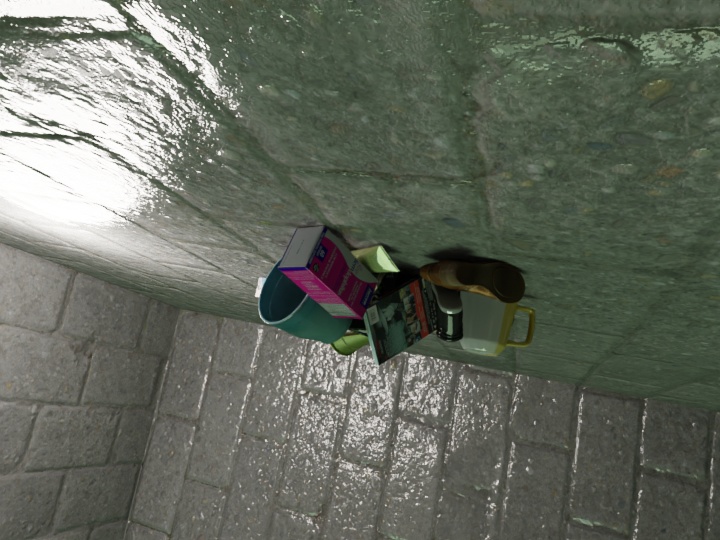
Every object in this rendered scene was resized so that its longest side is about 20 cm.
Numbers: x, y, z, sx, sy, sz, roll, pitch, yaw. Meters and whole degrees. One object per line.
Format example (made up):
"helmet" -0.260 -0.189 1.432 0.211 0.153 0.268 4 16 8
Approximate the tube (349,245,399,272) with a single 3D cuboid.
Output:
"tube" 0.003 -0.020 1.328 0.057 0.054 0.197 3 175 -38

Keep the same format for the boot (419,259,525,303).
"boot" 0.231 0.021 1.229 0.193 0.080 0.154 6 179 -24

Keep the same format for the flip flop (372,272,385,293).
"flip flop" 0.007 0.011 1.406 0.057 0.083 0.198 32 161 -20

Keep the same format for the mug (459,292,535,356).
"mug" 0.311 0.118 1.384 0.180 0.159 0.149 6 166 24

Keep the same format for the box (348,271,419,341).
"box" 0.055 0.089 1.485 0.122 0.154 0.197 21 164 -36

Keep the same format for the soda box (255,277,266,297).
"soda box" -0.259 0.067 1.944 0.195 0.071 0.063 2 164 39

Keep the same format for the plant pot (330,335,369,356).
"plant pot" 0.014 0.153 1.833 0.186 0.208 0.197 -13 155 38

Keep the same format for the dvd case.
"dvd case" 0.097 0.110 1.368 0.196 0.151 0.022 -27 -157 -30

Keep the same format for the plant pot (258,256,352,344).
"plant pot" -0.119 0.080 1.441 0.196 0.206 0.187 0 150 45

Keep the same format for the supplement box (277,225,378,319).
"supplement box" -0.066 0.009 1.269 0.101 0.104 0.200 0 146 44

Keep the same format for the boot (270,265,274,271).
"boot" -0.163 0.031 1.704 0.193 0.073 0.147 0 157 19

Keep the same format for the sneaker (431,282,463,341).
"sneaker" 0.188 0.082 1.287 0.068 0.103 0.201 1 -156 3

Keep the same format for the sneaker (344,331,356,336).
"sneaker" -0.021 0.132 1.727 0.193 0.113 0.070 -9 164 18
